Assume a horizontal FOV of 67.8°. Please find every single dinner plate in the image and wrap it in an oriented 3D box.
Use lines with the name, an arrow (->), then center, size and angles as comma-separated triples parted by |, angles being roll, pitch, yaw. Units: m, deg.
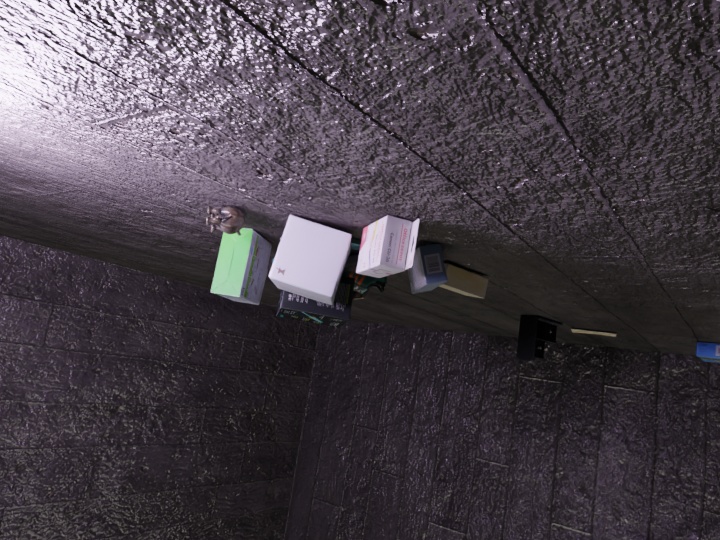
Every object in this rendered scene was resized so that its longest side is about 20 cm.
dinner plate -> -0.072, -0.022, 1.632 | 0.199, 0.024, 0.200 | -13, -173, 2

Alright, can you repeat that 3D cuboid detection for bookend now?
bookend -> 0.801, 0.316, 2.397 | 0.198, 0.201, 0.092 | 17, 168, -36

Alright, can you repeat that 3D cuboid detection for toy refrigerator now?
toy refrigerator -> 0.294, 0.027, 1.619 | 0.199, 0.070, 0.076 | 18, 174, -39

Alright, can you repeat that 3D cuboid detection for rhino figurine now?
rhino figurine -> -0.338, -0.122, 1.372 | 0.087, 0.060, 0.200 | 0, 175, -9

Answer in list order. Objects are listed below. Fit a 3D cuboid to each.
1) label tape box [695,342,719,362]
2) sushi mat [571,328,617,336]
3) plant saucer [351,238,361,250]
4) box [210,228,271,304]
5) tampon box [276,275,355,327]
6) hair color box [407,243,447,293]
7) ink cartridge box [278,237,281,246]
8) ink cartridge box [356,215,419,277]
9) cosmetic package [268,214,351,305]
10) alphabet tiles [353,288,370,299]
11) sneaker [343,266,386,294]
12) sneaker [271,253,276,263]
label tape box -> 1.564, 0.361, 2.343 | 0.144, 0.064, 0.199 | 0, 167, 40
sushi mat -> 1.104, 0.293, 2.534 | 0.199, 0.012, 0.096 | 4, 168, 28
plant saucer -> 0.037, -0.063, 1.487 | 0.199, 0.019, 0.070 | 12, 170, -11
box -> -0.351, -0.011, 1.609 | 0.096, 0.201, 0.176 | 8, 171, 9
tampon box -> -0.131, 0.079, 1.559 | 0.199, 0.127, 0.150 | 12, 163, -11
hair color box -> 0.174, -0.001, 1.442 | 0.060, 0.100, 0.200 | -9, 172, -7
ink cartridge box -> -0.137, -0.060, 1.605 | 0.199, 0.040, 0.099 | 16, 168, -36
ink cartridge box -> 0.060, -0.054, 1.226 | 0.067, 0.117, 0.200 | 13, 169, -18
cosmetic package -> -0.125, -0.020, 1.385 | 0.165, 0.168, 0.200 | 18, 171, 1
alphabet tiles -> -0.013, 0.060, 1.834 | 0.008, 0.168, 0.200 | 42, 158, -18
sneaker -> -0.015, 0.032, 1.646 | 0.198, 0.081, 0.071 | 0, 172, -8
sneaker -> -0.270, -0.023, 1.846 | 0.079, 0.078, 0.200 | 17, 171, 7
